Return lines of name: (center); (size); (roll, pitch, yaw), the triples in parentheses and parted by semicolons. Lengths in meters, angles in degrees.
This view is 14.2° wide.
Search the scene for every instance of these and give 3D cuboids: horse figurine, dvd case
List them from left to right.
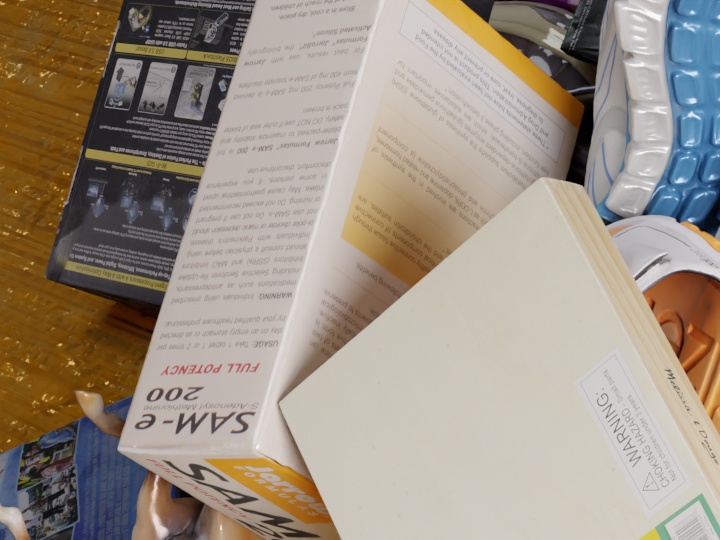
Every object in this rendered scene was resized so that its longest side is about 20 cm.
dvd case: (-0.156, 0.129, 1.194); (0.200, 0.018, 0.143); (-24, 35, 14)
horse figurine: (-0.086, 0.112, 1.067); (0.050, 0.133, 0.200); (5, 43, 41)

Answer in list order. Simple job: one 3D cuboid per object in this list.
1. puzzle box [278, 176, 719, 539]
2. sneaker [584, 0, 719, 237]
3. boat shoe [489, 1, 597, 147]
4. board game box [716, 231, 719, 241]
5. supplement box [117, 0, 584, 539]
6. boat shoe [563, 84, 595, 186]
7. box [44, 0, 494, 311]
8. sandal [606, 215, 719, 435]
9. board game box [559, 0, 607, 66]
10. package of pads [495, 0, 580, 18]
puzzle box: (0.061, 0.089, 0.919); (0.133, 0.025, 0.200); (-40, 62, 28)
sneaker: (0.115, -0.051, 1.054); (0.075, 0.200, 0.087); (6, 26, -4)
boat shoe: (0.025, -0.080, 1.252); (0.200, 0.075, 0.073); (11, 54, 50)
board game box: (0.194, 0.007, 0.927); (0.200, 0.064, 0.148); (44, 116, 56)
supplement box: (0.000, 0.000, 1.074); (0.073, 0.126, 0.200); (-2, 62, 41)
boat shoe: (0.143, -0.043, 1.108); (0.200, 0.065, 0.072); (2, 47, 43)
box: (-0.043, -0.055, 1.238); (0.200, 0.049, 0.161); (10, 82, 48)
sandal: (0.101, 0.029, 0.941); (0.207, 0.059, 0.079); (29, 106, 60)
board game box: (0.164, -0.163, 1.159); (0.105, 0.023, 0.200); (22, 88, 19)
package of pads: (0.124, -0.196, 1.248); (0.120, 0.076, 0.200); (24, 90, 53)
